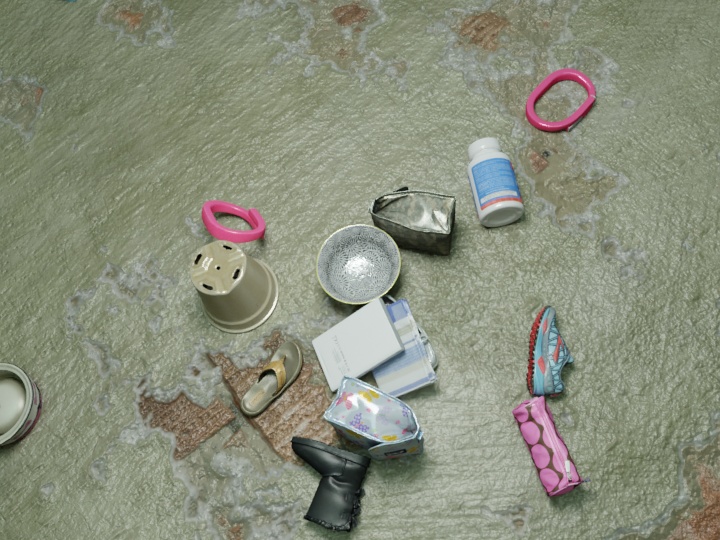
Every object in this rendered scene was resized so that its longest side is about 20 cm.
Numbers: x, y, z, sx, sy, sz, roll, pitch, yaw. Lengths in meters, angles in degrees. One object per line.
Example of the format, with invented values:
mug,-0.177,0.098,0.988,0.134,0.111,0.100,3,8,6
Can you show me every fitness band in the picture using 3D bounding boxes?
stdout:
fitness band,0.519,-0.440,1.748,0.143,0.037,0.200,40,77,20
fitness band,-0.312,-0.122,1.659,0.143,0.038,0.200,3,27,-29

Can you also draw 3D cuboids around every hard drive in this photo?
hard drive,-0.008,0.169,1.531,0.199,0.027,0.133,-34,65,21

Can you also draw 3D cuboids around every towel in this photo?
towel,0.080,0.181,1.518,0.146,0.024,0.201,-28,73,26

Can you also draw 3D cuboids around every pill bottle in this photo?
pill bottle,0.322,-0.218,1.642,0.111,0.112,0.202,-11,68,3

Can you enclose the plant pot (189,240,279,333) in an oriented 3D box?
plant pot,-0.308,0.025,1.588,0.199,0.184,0.202,-3,67,6

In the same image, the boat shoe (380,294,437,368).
boat shoe,0.106,0.144,1.548,0.074,0.065,0.203,-30,67,-5

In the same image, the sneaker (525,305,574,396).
sneaker,0.424,0.180,1.496,0.095,0.079,0.202,10,78,1

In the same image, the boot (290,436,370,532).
boot,-0.080,0.458,1.445,0.197,0.073,0.164,14,74,12

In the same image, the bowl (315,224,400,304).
bowl,0.000,0.000,1.606,0.199,0.094,0.202,-3,68,7

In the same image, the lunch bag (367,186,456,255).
lunch bag,0.122,-0.120,1.600,0.198,0.164,0.119,9,74,10

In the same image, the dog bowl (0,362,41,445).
dog bowl,-0.852,0.324,1.599,0.198,0.074,0.202,-3,68,6

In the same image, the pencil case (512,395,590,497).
pencil case,0.391,0.362,1.406,0.090,0.094,0.201,-22,66,-2

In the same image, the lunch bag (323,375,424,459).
lunch bag,0.038,0.327,1.426,0.199,0.170,0.128,21,71,15

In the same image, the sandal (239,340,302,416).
sandal,-0.205,0.249,1.553,0.080,0.054,0.200,36,77,19
